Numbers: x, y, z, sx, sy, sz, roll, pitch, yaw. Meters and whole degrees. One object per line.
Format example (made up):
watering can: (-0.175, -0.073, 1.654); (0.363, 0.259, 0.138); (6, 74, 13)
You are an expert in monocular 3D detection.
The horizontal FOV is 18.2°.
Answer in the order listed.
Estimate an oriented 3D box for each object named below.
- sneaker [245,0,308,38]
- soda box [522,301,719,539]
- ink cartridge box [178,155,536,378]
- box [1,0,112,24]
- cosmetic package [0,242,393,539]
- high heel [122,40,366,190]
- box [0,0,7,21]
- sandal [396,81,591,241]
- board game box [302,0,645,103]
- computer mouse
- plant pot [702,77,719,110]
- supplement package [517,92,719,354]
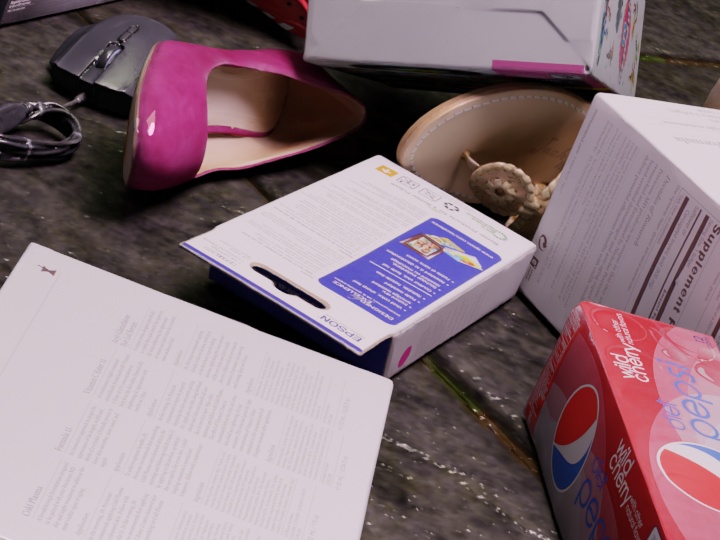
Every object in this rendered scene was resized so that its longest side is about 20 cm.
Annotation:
sneaker: (-0.056, -0.199, 1.251); (0.115, 0.079, 0.200); (32, -6, 9)
soda box: (0.121, 0.090, 0.891); (0.069, 0.064, 0.200); (16, 25, -14)
ink cartridge box: (0.000, 0.000, 1.011); (0.094, 0.037, 0.200); (30, 23, 16)
box: (-0.234, -0.203, 1.218); (0.199, 0.049, 0.158); (31, 26, 18)
cosmetic package: (-0.075, 0.073, 0.773); (0.150, 0.052, 0.200); (23, 23, -3)
high heel: (-0.054, -0.069, 1.073); (0.095, 0.068, 0.200); (13, 10, 4)
box: (-0.267, -0.147, 0.998); (0.199, 0.108, 0.149); (24, 24, 2)
sandal: (0.114, -0.038, 1.145); (0.211, 0.078, 0.070); (9, 39, -46)
board game box: (0.066, -0.127, 1.175); (0.146, 0.065, 0.200); (5, 2, 13)
computer mouse: (-0.136, -0.093, 1.090); (0.058, 0.034, 0.200); (26, 24, 7)
plant pot: (0.296, -0.047, 1.209); (0.199, 0.201, 0.135); (6, 51, -33)
supplement package: (0.181, 0.017, 1.037); (0.113, 0.110, 0.200); (4, 30, -35)
